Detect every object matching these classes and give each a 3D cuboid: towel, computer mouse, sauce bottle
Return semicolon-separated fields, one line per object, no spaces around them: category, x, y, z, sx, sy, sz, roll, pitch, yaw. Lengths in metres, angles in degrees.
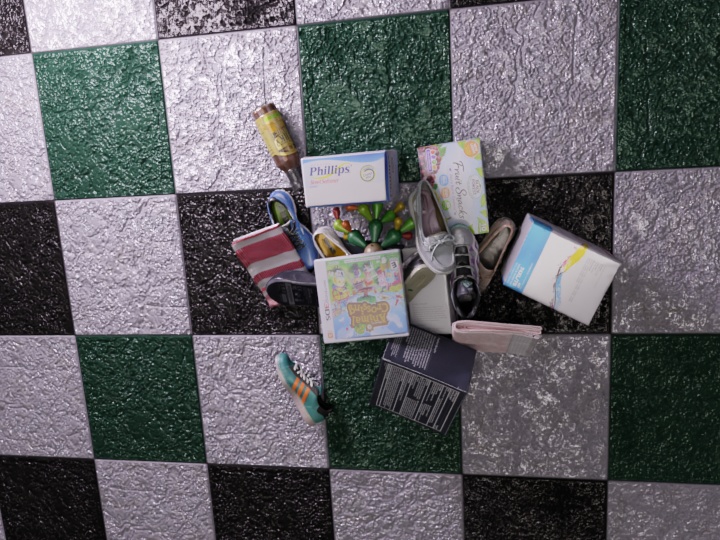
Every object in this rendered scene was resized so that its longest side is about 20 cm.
towel;-0.201;-0.007;1.469;0.141;0.023;0.203;-16;120;22
computer mouse;-0.122;0.044;1.442;0.194;0.054;0.141;8;136;7
sauce bottle;-0.181;-0.283;1.434;0.064;0.065;0.204;-25;98;15
towel;0.294;0.152;1.370;0.185;0.201;0.033;4;72;10

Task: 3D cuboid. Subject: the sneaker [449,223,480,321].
sneaker;0.225;0.010;1.324;0.075;0.140;0.206;-9;103;8

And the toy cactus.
toy cactus;0.029;-0.074;1.391;0.194;0.102;0.170;2;80;4

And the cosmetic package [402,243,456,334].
cosmetic package;0.160;0.040;1.426;0.099;0.074;0.206;-3;100;19

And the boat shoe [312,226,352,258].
boat shoe;-0.038;-0.013;1.405;0.070;0.070;0.202;-36;93;16

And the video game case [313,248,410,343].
video game case;0.002;0.058;1.347;0.194;0.022;0.188;-7;94;15

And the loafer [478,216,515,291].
loafer;0.283;-0.026;1.396;0.071;0.063;0.204;28;106;3

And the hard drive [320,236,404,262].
hard drive;0.000;0.000;1.454;0.194;0.033;0.144;7;103;9

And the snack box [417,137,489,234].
snack box;0.209;-0.181;1.383;0.138;0.053;0.206;-6;101;12

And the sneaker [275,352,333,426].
sneaker;-0.138;0.285;1.546;0.079;0.072;0.203;-27;100;11

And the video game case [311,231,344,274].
video game case;-0.005;0.013;1.485;0.198;0.018;0.145;35;106;2

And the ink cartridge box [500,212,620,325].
ink cartridge box;0.422;-0.007;1.330;0.196;0.147;0.149;25;105;5

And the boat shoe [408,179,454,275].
boat shoe;0.153;-0.091;1.312;0.072;0.065;0.207;-8;70;-12

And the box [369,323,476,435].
box;0.140;0.244;1.411;0.194;0.125;0.203;21;139;7

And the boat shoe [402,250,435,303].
boat shoe;0.091;0.029;1.387;0.071;0.069;0.200;17;134;-35

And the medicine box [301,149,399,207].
medicine box;-0.015;-0.201;1.346;0.177;0.200;0.106;-3;101;12

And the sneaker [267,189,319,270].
sneaker;-0.167;-0.088;1.458;0.077;0.089;0.203;-28;98;15
